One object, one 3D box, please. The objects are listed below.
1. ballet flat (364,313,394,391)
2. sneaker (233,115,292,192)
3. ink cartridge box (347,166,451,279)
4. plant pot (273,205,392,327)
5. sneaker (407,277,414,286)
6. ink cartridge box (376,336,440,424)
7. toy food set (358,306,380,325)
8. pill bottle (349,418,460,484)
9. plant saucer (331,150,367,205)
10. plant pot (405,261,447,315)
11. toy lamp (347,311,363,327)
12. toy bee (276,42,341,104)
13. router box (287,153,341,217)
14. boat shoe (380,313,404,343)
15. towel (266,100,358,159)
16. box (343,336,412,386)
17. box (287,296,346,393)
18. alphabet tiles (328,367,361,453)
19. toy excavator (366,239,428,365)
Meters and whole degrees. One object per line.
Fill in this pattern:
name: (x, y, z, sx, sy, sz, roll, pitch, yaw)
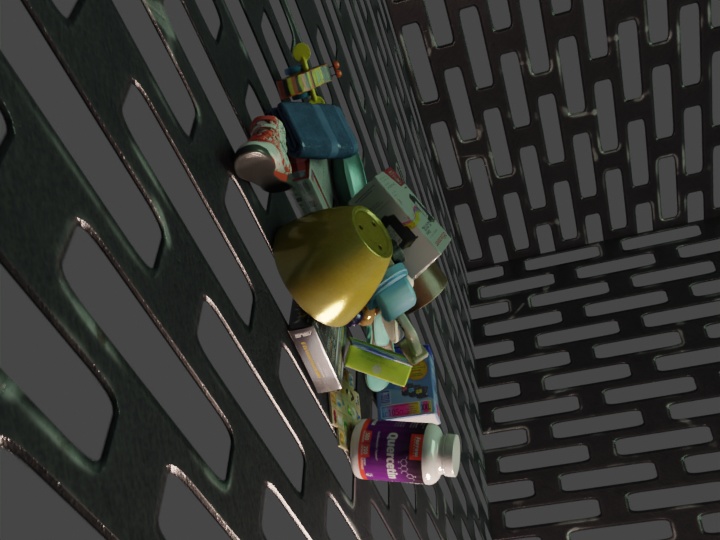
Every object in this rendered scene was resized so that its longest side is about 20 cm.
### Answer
ballet flat: (0.042, 0.161, 1.806, 0.071, 0.066, 0.204, -107, -162, -70)
sneaker: (-0.160, -0.199, 1.310, 0.201, 0.066, 0.110, 37, 42, -76)
ink cartridge box: (0.083, -0.097, 1.659, 0.201, 0.083, 0.146, 49, 20, -1)
plant pot: (-0.028, -0.027, 1.397, 0.199, 0.141, 0.202, 38, 33, -31)
sneaker: (0.029, 0.057, 1.870, 0.200, 0.119, 0.085, -44, -117, 59)
ink cartridge box: (0.103, 0.253, 1.892, 0.077, 0.134, 0.203, 67, 16, -57)
toy food set: (0.000, 0.000, 1.714, 0.201, 0.048, 0.200, 107, -35, -60)
pill bottle: (0.085, 0.343, 1.568, 0.112, 0.196, 0.115, 0, 90, -72)
plant saucer: (-0.022, -0.185, 1.734, 0.200, 0.035, 0.204, -11, 90, -77)
plant pot: (0.087, -0.019, 2.021, 0.202, 0.185, 0.187, 60, 18, -17)
toy lamp: (-0.047, 0.036, 1.615, 0.201, 0.057, 0.059, 66, 18, -47)
toy bee: (-0.097, -0.393, 1.651, 0.202, 0.107, 0.132, -86, 158, -50)
router box: (-0.086, -0.167, 1.631, 0.201, 0.048, 0.182, 65, 18, -45)
boat shoe: (0.071, 0.047, 1.711, 0.075, 0.061, 0.204, 0, -79, 64)
towel: (-0.084, -0.257, 1.541, 0.199, 0.048, 0.113, -12, 73, -58)
box: (0.028, 0.170, 1.560, 0.200, 0.120, 0.048, 180, -71, -87)
box: (-0.072, 0.088, 1.476, 0.202, 0.047, 0.160, -86, 160, -49)
alphabet tiles: (-0.029, 0.266, 1.600, 0.200, 0.006, 0.169, 52, 30, -63)
toy excavator: (0.066, 0.072, 1.573, 0.202, 0.099, 0.195, 57, -14, 15)
